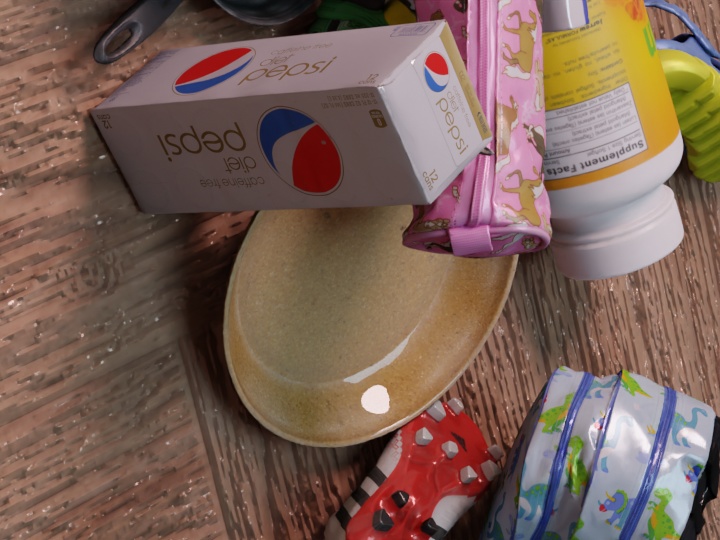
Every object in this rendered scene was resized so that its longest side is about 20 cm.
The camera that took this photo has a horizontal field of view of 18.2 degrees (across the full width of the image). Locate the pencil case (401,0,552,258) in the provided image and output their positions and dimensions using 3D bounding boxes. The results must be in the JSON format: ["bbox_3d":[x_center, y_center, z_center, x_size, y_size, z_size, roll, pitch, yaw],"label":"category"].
[{"bbox_3d":[0.061,-0.103,1.162,0.086,0.083,0.200,8,80,-46],"label":"pencil case"}]

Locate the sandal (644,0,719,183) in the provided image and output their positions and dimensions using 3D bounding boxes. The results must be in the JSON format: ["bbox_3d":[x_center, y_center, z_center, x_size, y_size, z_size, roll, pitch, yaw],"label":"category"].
[{"bbox_3d":[0.224,-0.123,1.497,0.200,0.079,0.087,32,32,-54],"label":"sandal"}]

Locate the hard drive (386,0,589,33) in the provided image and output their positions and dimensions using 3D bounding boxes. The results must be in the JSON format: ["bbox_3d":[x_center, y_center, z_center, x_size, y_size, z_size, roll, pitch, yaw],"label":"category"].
[{"bbox_3d":[0.056,-0.231,1.264,0.025,0.132,0.200,-21,106,-46],"label":"hard drive"}]

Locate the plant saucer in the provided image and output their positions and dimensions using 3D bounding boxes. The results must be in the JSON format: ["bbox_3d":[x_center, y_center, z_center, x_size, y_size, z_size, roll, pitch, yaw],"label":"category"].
[{"bbox_3d":[0.000,0.000,1.234,0.200,0.035,0.201,-19,124,-31],"label":"plant saucer"}]

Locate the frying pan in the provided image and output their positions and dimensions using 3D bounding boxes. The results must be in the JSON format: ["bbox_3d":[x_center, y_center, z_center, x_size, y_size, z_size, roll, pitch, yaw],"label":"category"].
[{"bbox_3d":[-0.072,-0.157,1.197,0.115,0.031,0.190,41,63,-37],"label":"frying pan"}]

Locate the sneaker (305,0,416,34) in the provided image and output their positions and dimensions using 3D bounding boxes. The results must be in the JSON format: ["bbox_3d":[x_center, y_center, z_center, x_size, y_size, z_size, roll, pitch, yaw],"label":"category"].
[{"bbox_3d":[0.027,-0.079,1.288,0.200,0.078,0.085,43,74,-36],"label":"sneaker"}]

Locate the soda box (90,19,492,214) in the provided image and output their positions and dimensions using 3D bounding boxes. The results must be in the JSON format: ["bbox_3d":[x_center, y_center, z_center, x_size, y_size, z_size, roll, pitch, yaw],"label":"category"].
[{"bbox_3d":[-0.036,-0.073,1.111,0.064,0.200,0.068,-46,122,-38],"label":"soda box"}]

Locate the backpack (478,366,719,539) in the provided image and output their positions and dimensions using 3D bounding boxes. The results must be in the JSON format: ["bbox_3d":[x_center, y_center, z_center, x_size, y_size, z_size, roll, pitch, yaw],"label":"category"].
[{"bbox_3d":[0.138,0.141,1.314,0.154,0.200,0.163,33,62,-10],"label":"backpack"}]

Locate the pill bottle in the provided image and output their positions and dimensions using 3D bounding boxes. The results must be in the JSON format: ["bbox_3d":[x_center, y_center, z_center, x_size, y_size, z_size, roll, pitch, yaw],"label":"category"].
[{"bbox_3d":[0.132,-0.101,1.363,0.111,0.111,0.200,-37,117,-41],"label":"pill bottle"}]

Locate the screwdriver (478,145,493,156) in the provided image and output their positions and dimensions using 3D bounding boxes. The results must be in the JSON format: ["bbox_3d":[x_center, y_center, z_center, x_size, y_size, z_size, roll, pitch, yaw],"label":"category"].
[{"bbox_3d":[-0.001,-0.086,1.154,0.029,0.200,0.028,-39,129,-34],"label":"screwdriver"}]

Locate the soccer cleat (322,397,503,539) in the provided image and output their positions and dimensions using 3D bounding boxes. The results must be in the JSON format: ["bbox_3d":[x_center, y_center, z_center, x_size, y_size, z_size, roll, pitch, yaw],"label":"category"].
[{"bbox_3d":[0.021,0.136,1.279,0.069,0.085,0.200,48,28,-5],"label":"soccer cleat"}]
